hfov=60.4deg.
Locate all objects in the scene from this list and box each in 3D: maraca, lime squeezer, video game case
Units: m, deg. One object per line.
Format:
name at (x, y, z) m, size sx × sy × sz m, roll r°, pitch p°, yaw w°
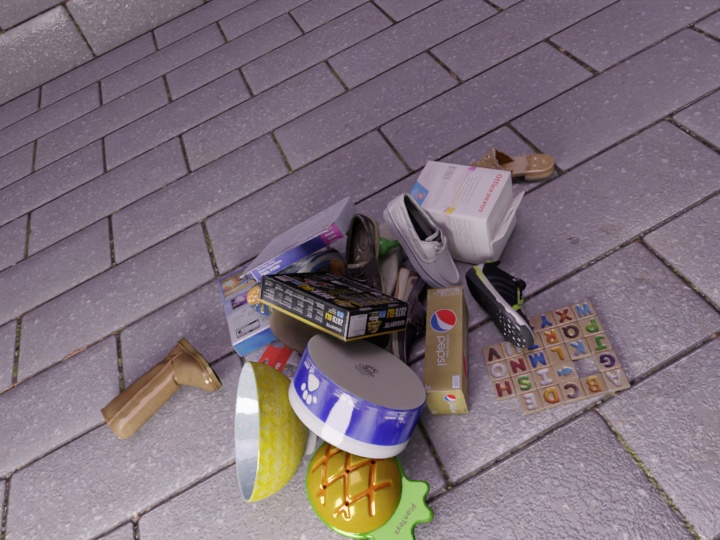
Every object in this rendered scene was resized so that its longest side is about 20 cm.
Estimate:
maraca at (0.009, 0.310, 0.870) m, size 0.196 × 0.108 × 0.139 m, roll 26°, pitch 68°, yaw 28°
lime squeezer at (0.024, -0.062, 1.166) m, size 0.194 × 0.038 × 0.072 m, roll 9°, pitch 59°, yaw 27°
video game case at (-0.174, 0.050, 1.228) m, size 0.195 × 0.046 × 0.184 m, roll -25°, pitch 46°, yaw -1°

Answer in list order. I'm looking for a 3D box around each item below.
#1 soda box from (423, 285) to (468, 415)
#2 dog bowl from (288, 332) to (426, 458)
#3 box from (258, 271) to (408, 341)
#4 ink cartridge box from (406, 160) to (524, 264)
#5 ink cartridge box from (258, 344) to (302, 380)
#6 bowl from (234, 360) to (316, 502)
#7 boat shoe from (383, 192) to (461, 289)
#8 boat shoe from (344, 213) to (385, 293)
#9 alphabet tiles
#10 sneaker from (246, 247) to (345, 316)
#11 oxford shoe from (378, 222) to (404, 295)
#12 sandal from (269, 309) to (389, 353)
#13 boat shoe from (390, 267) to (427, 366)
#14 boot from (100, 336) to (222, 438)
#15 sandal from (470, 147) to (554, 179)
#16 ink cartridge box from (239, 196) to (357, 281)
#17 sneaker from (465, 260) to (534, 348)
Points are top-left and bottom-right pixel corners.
soda box at (0.141, 0.126, 1.008) m, size 0.062 × 0.069 × 0.204 m, roll -6°, pitch 48°, yaw 17°
dog bowl at (-0.003, 0.178, 0.912) m, size 0.199 × 0.196 × 0.081 m, roll 40°, pitch 112°, yaw 42°
box at (-0.043, 0.051, 0.997) m, size 0.196 × 0.051 × 0.157 m, roll 19°, pitch 16°, yaw 37°
ink cartridge box at (0.198, -0.104, 1.154) m, size 0.195 × 0.127 × 0.130 m, roll 15°, pitch 56°, yaw 32°
ink cartridge box at (-0.118, 0.181, 1.080) m, size 0.195 × 0.051 × 0.110 m, roll 11°, pitch 53°, yaw 29°
bowl at (-0.127, 0.245, 0.958) m, size 0.104 × 0.204 × 0.203 m, roll 3°, pitch 40°, yaw -20°
boat shoe at (0.119, -0.046, 1.096) m, size 0.074 × 0.201 × 0.065 m, roll -46°, pitch 7°, yaw -38°
boat shoe at (0.000, 0.000, 1.098) m, size 0.071 × 0.064 × 0.207 m, roll -12°, pitch 73°, yaw 27°
alphabet tiles at (0.296, 0.137, 0.976) m, size 0.194 × 0.008 × 0.170 m, roll -16°, pitch 45°, yaw 8°
sneaker at (-0.118, 0.020, 1.164) m, size 0.194 × 0.077 × 0.089 m, roll -18°, pitch 28°, yaw 3°
oxford shoe at (0.044, 0.003, 1.172) m, size 0.073 × 0.058 × 0.205 m, roll 2°, pitch 56°, yaw 19°
sandal at (-0.053, 0.111, 1.064) m, size 0.204 × 0.070 × 0.081 m, roll 7°, pitch 76°, yaw 0°
boat shoe at (0.087, 0.080, 1.072) m, size 0.062 × 0.073 × 0.204 m, roll 2°, pitch 46°, yaw 9°
boot at (-0.362, 0.233, 1.132) m, size 0.199 × 0.067 × 0.173 m, roll -43°, pitch 35°, yaw -19°
sandal at (0.285, -0.221, 1.254) m, size 0.204 × 0.071 × 0.079 m, roll -6°, pitch 46°, yaw 17°
ink cartridge box at (-0.108, -0.051, 1.144) m, size 0.192 × 0.044 × 0.201 m, roll -26°, pitch 17°, yaw 20°
sneaker at (0.247, 0.041, 1.034) m, size 0.081 × 0.073 × 0.202 m, roll -25°, pitch 41°, yaw -5°
